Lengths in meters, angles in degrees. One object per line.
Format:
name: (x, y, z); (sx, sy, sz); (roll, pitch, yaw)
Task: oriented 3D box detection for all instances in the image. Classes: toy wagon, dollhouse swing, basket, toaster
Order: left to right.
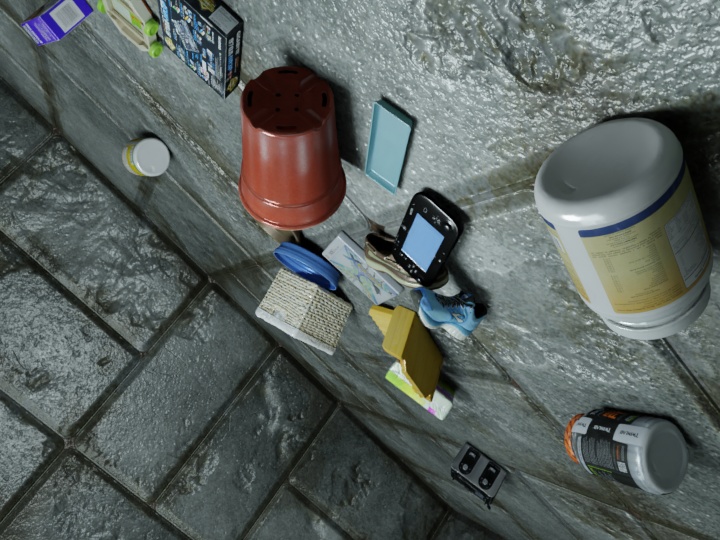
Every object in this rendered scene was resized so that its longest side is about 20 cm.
toy wagon: (-0.463, -0.521, 1.153); (0.154, 0.040, 0.200); (41, 160, 0)
basket: (-0.163, 0.118, 1.706); (0.195, 0.164, 0.199); (22, 174, 41)
dollhouse swing: (0.094, 0.209, 1.502); (0.172, 0.185, 0.202); (-2, 139, 33)
toaster: (0.416, 0.724, 2.059); (0.179, 0.119, 0.202); (32, 159, 24)

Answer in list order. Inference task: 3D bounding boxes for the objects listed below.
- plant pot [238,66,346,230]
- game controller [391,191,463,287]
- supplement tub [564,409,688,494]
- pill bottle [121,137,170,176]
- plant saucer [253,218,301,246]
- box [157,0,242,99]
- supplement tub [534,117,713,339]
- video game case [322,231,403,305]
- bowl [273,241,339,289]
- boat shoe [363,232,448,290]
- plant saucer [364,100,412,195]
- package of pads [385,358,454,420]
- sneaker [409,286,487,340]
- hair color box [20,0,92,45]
plant pot: (-0.117, -0.209, 0.965); (0.198, 0.201, 0.197); (33, 152, 16)
game controller: (0.112, -0.052, 1.020); (0.103, 0.042, 0.202); (35, 147, 10)
supplement tub: (0.477, 0.324, 1.066); (0.122, 0.123, 0.199); (44, 160, -13)
pill bottle: (-0.675, -0.352, 1.811); (0.198, 0.114, 0.113); (13, 148, 52)
plant saucer: (-0.232, -0.134, 1.568); (0.198, 0.030, 0.201); (35, 160, 14)
box: (-0.283, -0.415, 1.025); (0.158, 0.046, 0.200); (42, 161, -1)
supplement tub: (0.283, -0.038, 0.617); (0.143, 0.145, 0.201); (13, 147, 52)
video game case: (0.000, 0.000, 1.427); (0.199, 0.022, 0.182); (42, 161, -4)
bowl: (-0.143, -0.014, 1.588); (0.197, 0.040, 0.201); (28, 167, 7)
boat shoe: (0.083, -0.024, 1.146); (0.198, 0.075, 0.076); (18, 135, 34)
plant saucer: (0.044, -0.193, 0.931); (0.069, 0.019, 0.201); (37, 160, 11)
package of pads: (0.173, 0.322, 1.647); (0.198, 0.069, 0.154); (36, -172, 9)
sneaker: (0.170, 0.063, 1.102); (0.197, 0.090, 0.080); (22, -142, -44)
hair color box: (-0.717, -0.594, 1.370); (0.197, 0.110, 0.065); (17, 151, 48)
